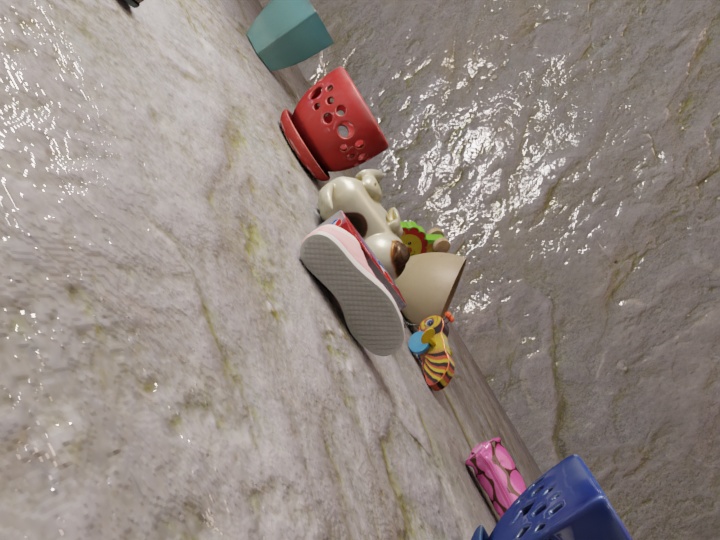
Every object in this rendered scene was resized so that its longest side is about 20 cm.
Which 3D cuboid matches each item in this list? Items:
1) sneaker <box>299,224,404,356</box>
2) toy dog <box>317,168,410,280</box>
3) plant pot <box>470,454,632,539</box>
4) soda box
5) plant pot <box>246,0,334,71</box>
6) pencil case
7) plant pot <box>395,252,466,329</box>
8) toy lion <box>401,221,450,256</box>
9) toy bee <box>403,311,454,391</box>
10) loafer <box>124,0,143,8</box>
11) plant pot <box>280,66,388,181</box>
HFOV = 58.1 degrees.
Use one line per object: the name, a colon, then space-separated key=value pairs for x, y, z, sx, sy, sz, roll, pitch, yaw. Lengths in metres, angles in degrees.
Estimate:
sneaker: x=-0.005 y=0.018 z=0.900 sx=0.201 sy=0.075 sz=0.105 roll=53 pitch=14 yaw=-11
toy dog: x=0.016 y=-0.072 z=1.171 sx=0.202 sy=0.139 sz=0.194 roll=61 pitch=9 yaw=10
plant pot: x=0.218 y=0.341 z=0.682 sx=0.201 sy=0.179 sz=0.200 roll=59 pitch=8 yaw=10
soda box: x=0.000 y=0.000 z=1.052 sx=0.200 sy=0.063 sz=0.070 roll=51 pitch=10 yaw=-41
plant pot: x=-0.206 y=-0.667 z=1.814 sx=0.142 sy=0.199 sz=0.141 roll=61 pitch=8 yaw=26
pencil case: x=0.253 y=0.386 z=1.105 sx=0.093 sy=0.091 sz=0.201 roll=19 pitch=36 yaw=-56
plant pot: x=0.149 y=0.040 z=1.513 sx=0.133 sy=0.202 sz=0.200 roll=22 pitch=1 yaw=11
toy lion: x=0.128 y=-0.038 z=1.712 sx=0.069 sy=0.189 sz=0.202 roll=-113 pitch=-151 yaw=-50
toy bee: x=0.148 y=0.135 z=1.317 sx=0.201 sy=0.108 sz=0.131 roll=61 pitch=10 yaw=20
loafer: x=-0.291 y=-0.402 z=0.752 sx=0.201 sy=0.062 sz=0.072 roll=60 pitch=8 yaw=12
plant pot: x=-0.061 y=-0.307 z=1.410 sx=0.201 sy=0.181 sz=0.201 roll=56 pitch=8 yaw=-12
